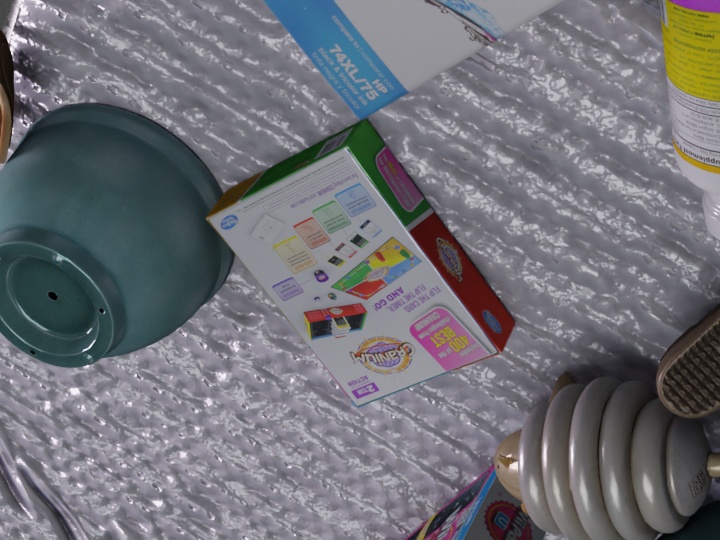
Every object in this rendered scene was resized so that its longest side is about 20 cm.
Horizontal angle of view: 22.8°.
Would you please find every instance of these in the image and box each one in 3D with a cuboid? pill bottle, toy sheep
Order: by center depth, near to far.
[{"bbox_3d":[0.242,-0.116,1.106,0.104,0.104,0.201,4,127,24],"label":"pill bottle"},{"bbox_3d":[0.189,0.138,1.309,0.199,0.138,0.138,-8,121,31],"label":"toy sheep"}]

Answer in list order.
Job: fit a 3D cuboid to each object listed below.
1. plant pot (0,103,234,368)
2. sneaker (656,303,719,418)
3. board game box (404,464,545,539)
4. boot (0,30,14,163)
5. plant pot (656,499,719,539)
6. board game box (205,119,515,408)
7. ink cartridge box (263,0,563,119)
[{"bbox_3d":[-0.215,-0.009,1.395,0.199,0.134,0.201,13,130,16],"label":"plant pot"},{"bbox_3d":[0.284,0.022,1.224,0.200,0.076,0.071,-37,94,18],"label":"sneaker"},{"bbox_3d":[0.066,0.253,1.449,0.064,0.148,0.200,41,132,-5],"label":"board game box"},{"bbox_3d":[-0.340,-0.149,1.332,0.154,0.077,0.200,-6,148,-5],"label":"boot"},{"bbox_3d":[0.298,0.244,1.334,0.199,0.135,0.201,13,129,17],"label":"plant pot"},{"bbox_3d":[0.000,0.000,1.358,0.153,0.040,0.200,-23,112,37],"label":"board game box"},{"bbox_3d":[0.051,-0.221,1.091,0.200,0.147,0.146,-27,110,39],"label":"ink cartridge box"}]
